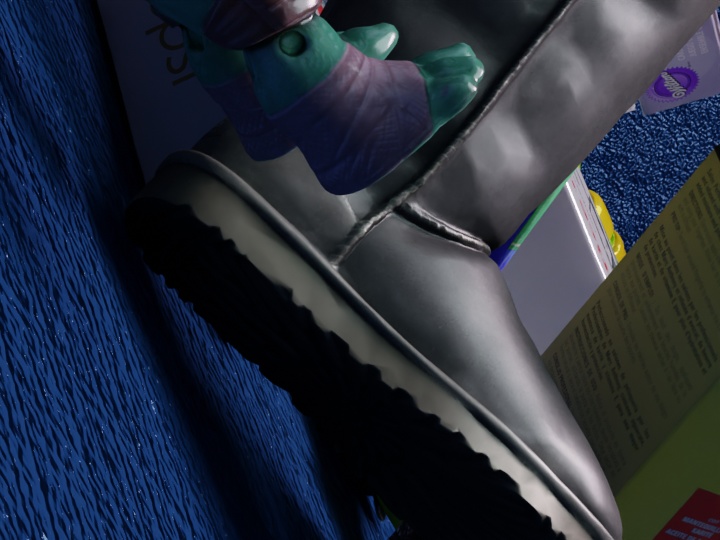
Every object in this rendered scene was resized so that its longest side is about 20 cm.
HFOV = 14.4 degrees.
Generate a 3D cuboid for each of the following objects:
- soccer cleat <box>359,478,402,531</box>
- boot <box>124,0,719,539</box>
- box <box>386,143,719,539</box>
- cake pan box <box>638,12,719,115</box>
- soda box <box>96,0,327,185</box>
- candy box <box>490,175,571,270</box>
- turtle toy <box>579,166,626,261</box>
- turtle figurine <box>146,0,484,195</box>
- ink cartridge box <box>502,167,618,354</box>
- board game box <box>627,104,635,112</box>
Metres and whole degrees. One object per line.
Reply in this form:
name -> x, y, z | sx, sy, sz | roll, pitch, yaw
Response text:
soccer cleat -> 0.012, 0.035, 0.992 | 0.200, 0.067, 0.081 | -108, -166, -53
boot -> 0.054, -0.034, 0.782 | 0.182, 0.200, 0.073 | 48, -28, -12
box -> 0.077, 0.056, 0.833 | 0.050, 0.200, 0.075 | 22, 30, -29
cake pan box -> 0.116, -0.197, 1.315 | 0.200, 0.052, 0.184 | 63, 14, -55
soda box -> -0.042, -0.078, 0.879 | 0.068, 0.064, 0.200 | 60, 10, -49
candy box -> 0.068, -0.095, 0.980 | 0.077, 0.169, 0.200 | 35, 22, -2
turtle toy -> 0.125, 0.007, 1.852 | 0.200, 0.101, 0.146 | -105, 171, -48
turtle figurine -> -0.060, -0.108, 0.653 | 0.200, 0.101, 0.150 | 50, 9, -21
ink cartridge box -> 0.056, -0.021, 1.222 | 0.200, 0.084, 0.146 | -60, 127, -82
board game box -> 0.083, -0.170, 1.334 | 0.200, 0.034, 0.135 | -96, 167, -60
